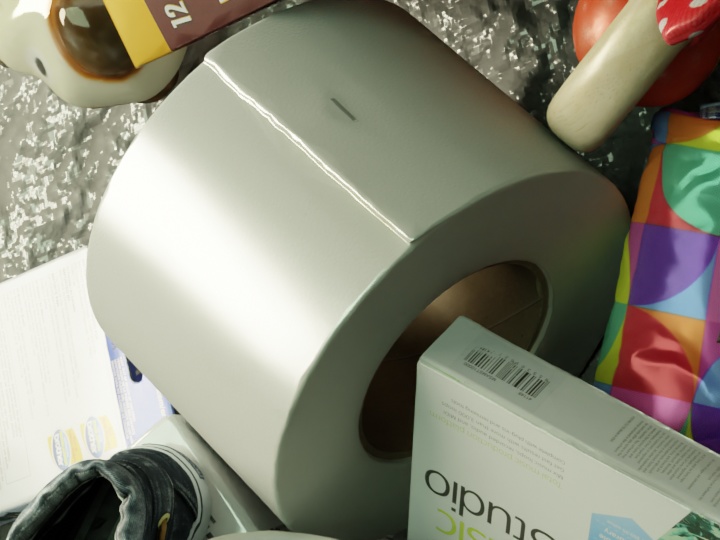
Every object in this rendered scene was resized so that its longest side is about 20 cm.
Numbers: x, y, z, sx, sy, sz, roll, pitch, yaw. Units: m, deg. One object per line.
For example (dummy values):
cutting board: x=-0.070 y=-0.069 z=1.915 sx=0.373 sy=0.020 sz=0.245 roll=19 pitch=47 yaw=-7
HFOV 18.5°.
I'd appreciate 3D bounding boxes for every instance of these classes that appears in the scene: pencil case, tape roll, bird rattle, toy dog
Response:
pencil case: x=0.145 y=0.026 z=0.936 sx=0.088 sy=0.088 sz=0.201 roll=14 pitch=93 yaw=35
tape roll: x=0.000 y=0.000 z=0.967 sx=0.139 sy=0.202 sz=0.203 roll=43 pitch=107 yaw=32
bird rattle: x=0.136 y=-0.111 z=0.898 sx=0.112 sy=0.200 sz=0.163 roll=33 pitch=117 yaw=-4
toy dog: x=-0.132 y=-0.182 z=1.140 sx=0.193 sy=0.140 sz=0.201 roll=5 pitch=83 yaw=-2

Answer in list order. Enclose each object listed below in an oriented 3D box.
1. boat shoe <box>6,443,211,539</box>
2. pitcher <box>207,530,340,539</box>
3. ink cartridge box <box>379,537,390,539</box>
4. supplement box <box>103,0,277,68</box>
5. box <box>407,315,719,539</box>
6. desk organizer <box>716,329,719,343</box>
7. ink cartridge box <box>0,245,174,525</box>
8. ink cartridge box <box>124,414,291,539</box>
boat shoe: x=-0.137 y=0.163 z=0.930 sx=0.071 sy=0.091 sz=0.201 roll=27 pitch=94 yaw=16
pitcher: x=-0.059 y=0.209 z=0.898 sx=0.171 sy=0.121 sz=0.201 roll=8 pitch=101 yaw=19
ink cartridge box: x=-0.020 y=0.201 z=1.045 sx=0.200 sy=0.050 sz=0.161 roll=26 pitch=98 yaw=36
supplement box: x=-0.006 y=-0.207 z=0.977 sx=0.200 sy=0.197 sz=0.133 roll=-21 pitch=99 yaw=33
box: x=0.085 y=0.127 z=0.908 sx=0.144 sy=0.036 sz=0.200 roll=28 pitch=141 yaw=25
desk organizer: x=0.238 y=0.020 z=0.835 sx=0.199 sy=0.077 sz=0.072 roll=16 pitch=92 yaw=13
ink cartridge box: x=-0.172 y=0.064 z=1.172 sx=0.200 sy=0.042 sz=0.120 roll=-22 pitch=73 yaw=33
ink cartridge box: x=-0.070 y=0.183 z=1.001 sx=0.145 sy=0.083 sz=0.200 roll=-40 pitch=78 yaw=9
